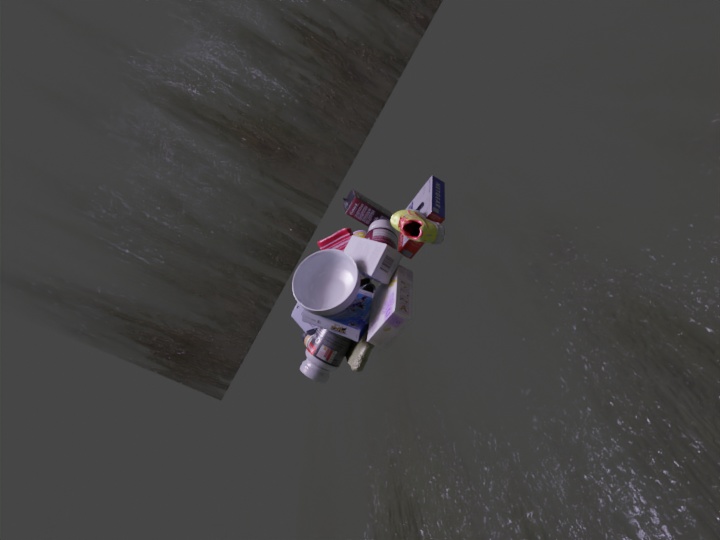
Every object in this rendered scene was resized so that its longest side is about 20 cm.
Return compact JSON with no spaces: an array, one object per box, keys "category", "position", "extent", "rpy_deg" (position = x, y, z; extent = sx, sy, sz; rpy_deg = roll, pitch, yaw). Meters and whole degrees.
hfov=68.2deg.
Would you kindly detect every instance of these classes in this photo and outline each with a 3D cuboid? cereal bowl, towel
[{"category":"cereal bowl","position":[-0.090,0.043,1.515],"extent":[0.083,0.199,0.201],"rpy_deg":[61,-136,-55]},{"category":"towel","position":[0.004,0.217,1.608],"extent":[0.149,0.036,0.200],"rpy_deg":[-62,13,1]},{"category":"towel","position":[-0.053,-0.042,1.873],"extent":[0.144,0.201,0.022],"rpy_deg":[-22,14,28]}]

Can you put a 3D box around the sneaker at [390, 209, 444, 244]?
[{"category":"sneaker","position":[0.139,-0.127,1.477],"extent":[0.200,0.090,0.079],"rpy_deg":[25,110,51]}]

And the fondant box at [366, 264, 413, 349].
[{"category":"fondant box","position":[0.085,0.098,1.487],"extent":[0.144,0.058,0.201],"rpy_deg":[-53,19,35]}]

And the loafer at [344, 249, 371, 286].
[{"category":"loafer","position":[0.000,0.000,1.794],"extent":[0.076,0.201,0.068],"rpy_deg":[-23,39,1]}]

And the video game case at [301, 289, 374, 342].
[{"category":"video game case","position":[-0.049,0.113,1.576],"extent":[0.200,0.180,0.046],"rpy_deg":[-50,-27,-56]}]

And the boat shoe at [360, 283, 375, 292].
[{"category":"boat shoe","position":[-0.009,0.127,1.731],"extent":[0.060,0.075,0.201],"rpy_deg":[-41,25,63]}]

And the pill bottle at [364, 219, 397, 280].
[{"category":"pill bottle","position":[0.064,-0.072,1.749],"extent":[0.114,0.114,0.201],"rpy_deg":[-52,18,37]}]

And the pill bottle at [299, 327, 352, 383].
[{"category":"pill bottle","position":[-0.097,0.234,1.622],"extent":[0.201,0.115,0.116],"rpy_deg":[-61,14,2]}]

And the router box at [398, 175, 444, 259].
[{"category":"router box","position":[0.186,-0.163,1.611],"extent":[0.180,0.049,0.201],"rpy_deg":[-52,18,37]}]

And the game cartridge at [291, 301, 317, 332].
[{"category":"game cartridge","position":[-0.135,0.115,1.776],"extent":[0.200,0.133,0.041],"rpy_deg":[-47,-12,13]}]

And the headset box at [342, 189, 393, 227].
[{"category":"headset box","position":[0.023,-0.223,1.993],"extent":[0.078,0.199,0.149],"rpy_deg":[-58,16,14]}]

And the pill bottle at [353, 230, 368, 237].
[{"category":"pill bottle","position":[0.004,-0.067,1.975],"extent":[0.105,0.104,0.200],"rpy_deg":[-57,15,21]}]

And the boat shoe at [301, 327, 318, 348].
[{"category":"boat shoe","position":[-0.107,0.210,1.736],"extent":[0.062,0.199,0.075],"rpy_deg":[30,117,40]}]

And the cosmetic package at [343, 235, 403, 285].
[{"category":"cosmetic package","position":[0.026,-0.033,1.564],"extent":[0.200,0.071,0.102],"rpy_deg":[21,82,57]}]
